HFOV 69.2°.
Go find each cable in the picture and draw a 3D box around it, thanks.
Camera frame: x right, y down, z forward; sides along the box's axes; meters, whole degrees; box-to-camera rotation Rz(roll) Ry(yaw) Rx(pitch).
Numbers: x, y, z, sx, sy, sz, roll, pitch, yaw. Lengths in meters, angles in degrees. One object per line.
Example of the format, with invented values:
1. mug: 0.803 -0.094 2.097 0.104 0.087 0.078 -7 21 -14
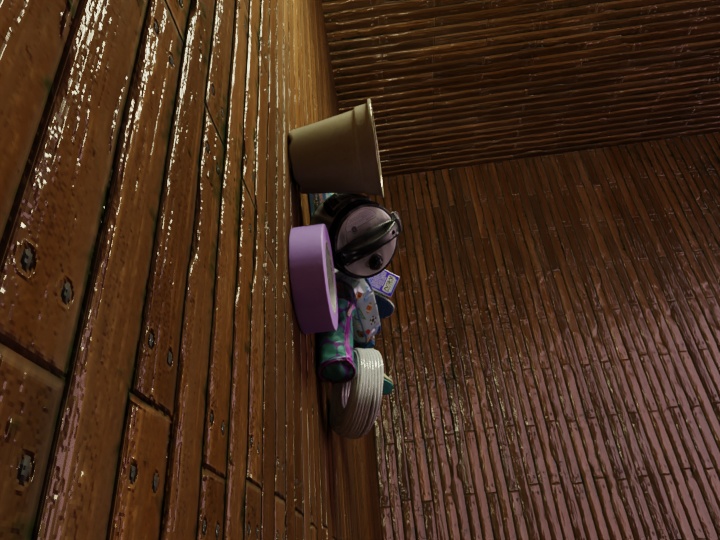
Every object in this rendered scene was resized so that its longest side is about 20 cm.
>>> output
1. cable: -0.010 0.274 1.179 0.200 0.068 0.205 153 -50 -71

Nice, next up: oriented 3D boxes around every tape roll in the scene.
1. tape roll: -0.087 0.016 1.001 0.200 0.064 0.206 -7 90 -87

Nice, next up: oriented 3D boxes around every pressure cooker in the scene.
1. pressure cooker: -0.008 -0.077 1.176 0.199 0.176 0.179 30 -82 60

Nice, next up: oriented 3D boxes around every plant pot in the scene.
1. plant pot: -0.052 -0.243 1.108 0.200 0.179 0.206 -8 90 -85

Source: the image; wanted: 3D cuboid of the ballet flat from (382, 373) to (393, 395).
1. ballet flat: 0.021 0.277 1.401 0.200 0.068 0.071 49 27 -44

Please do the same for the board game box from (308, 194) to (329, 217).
1. board game box: -0.102 -0.175 1.386 0.200 0.046 0.155 34 49 -87

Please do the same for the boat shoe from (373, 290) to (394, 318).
1. boat shoe: 0.001 0.071 1.444 0.073 0.196 0.074 -83 -166 -72

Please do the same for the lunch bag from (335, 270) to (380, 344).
1. lunch bag: -0.030 0.079 1.327 0.159 0.075 0.204 21 -47 44

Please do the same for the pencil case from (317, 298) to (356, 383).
1. pencil case: -0.050 0.152 1.167 0.085 0.092 0.202 36 31 -28

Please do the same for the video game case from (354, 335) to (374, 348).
1. video game case: -0.021 0.183 1.441 0.018 0.142 0.201 44 19 -21

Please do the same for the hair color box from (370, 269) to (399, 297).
1. hair color box: 0.000 0.000 1.415 0.066 0.197 0.109 -62 -173 -3
